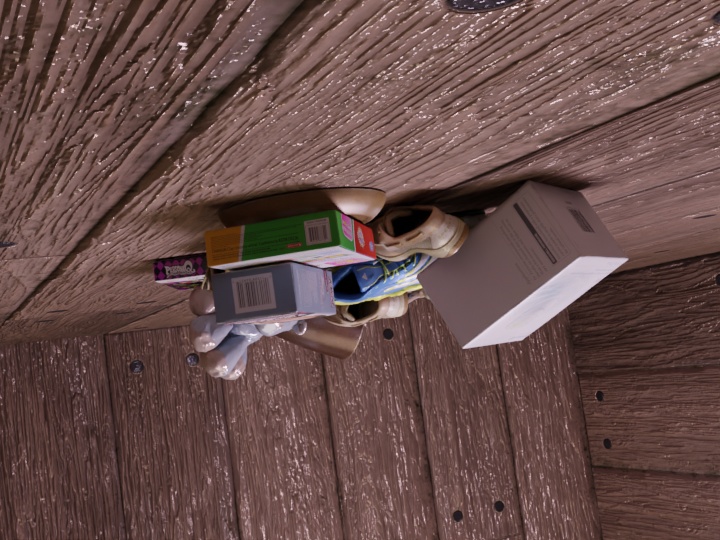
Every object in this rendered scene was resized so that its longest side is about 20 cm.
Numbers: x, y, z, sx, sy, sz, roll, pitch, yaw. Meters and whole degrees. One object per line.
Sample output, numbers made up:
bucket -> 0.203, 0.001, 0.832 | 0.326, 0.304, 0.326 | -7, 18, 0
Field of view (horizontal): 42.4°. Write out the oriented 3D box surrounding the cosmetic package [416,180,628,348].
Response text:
cosmetic package -> 0.218, -0.003, 1.231 | 0.200, 0.123, 0.199 | -40, 159, 26

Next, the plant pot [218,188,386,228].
plant pot -> -0.066, -0.063, 1.095 | 0.199, 0.028, 0.200 | -7, 175, -1

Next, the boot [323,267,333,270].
boot -> -0.098, -0.025, 1.305 | 0.199, 0.070, 0.174 | -17, 173, 3

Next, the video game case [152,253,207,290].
video game case -> -0.225, -0.001, 1.497 | 0.180, 0.036, 0.200 | -7, 175, -2

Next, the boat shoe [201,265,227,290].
boat shoe -> -0.182, -0.012, 1.287 | 0.062, 0.074, 0.200 | 1, 161, -26

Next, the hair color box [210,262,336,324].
hair color box -> -0.101, 0.031, 1.139 | 0.099, 0.061, 0.200 | -9, 176, 11

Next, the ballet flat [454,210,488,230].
ballet flat -> 0.097, -0.043, 1.360 | 0.199, 0.064, 0.076 | -8, 174, 10

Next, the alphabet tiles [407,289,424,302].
alphabet tiles -> 0.112, 0.020, 1.588 | 0.195, 0.015, 0.200 | -30, -169, -26

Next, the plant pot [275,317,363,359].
plant pot -> -0.114, 0.073, 1.858 | 0.199, 0.188, 0.187 | 10, 169, -20

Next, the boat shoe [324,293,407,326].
boat shoe -> -0.009, 0.057, 1.518 | 0.065, 0.072, 0.200 | -8, 180, -39

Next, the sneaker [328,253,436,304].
sneaker -> 0.039, 0.007, 1.290 | 0.199, 0.076, 0.105 | -21, -176, 7

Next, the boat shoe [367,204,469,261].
boat shoe -> 0.057, -0.056, 1.194 | 0.065, 0.072, 0.200 | 36, 166, -26

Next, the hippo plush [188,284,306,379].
hippo plush -> -0.168, 0.092, 1.507 | 0.160, 0.160, 0.200 | -9, 175, 19

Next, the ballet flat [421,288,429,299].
ballet flat -> 0.128, -0.009, 1.452 | 0.067, 0.063, 0.200 | -1, -161, 22

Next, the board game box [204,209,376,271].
board game box -> -0.075, -0.028, 1.088 | 0.152, 0.041, 0.200 | -9, 175, 11
